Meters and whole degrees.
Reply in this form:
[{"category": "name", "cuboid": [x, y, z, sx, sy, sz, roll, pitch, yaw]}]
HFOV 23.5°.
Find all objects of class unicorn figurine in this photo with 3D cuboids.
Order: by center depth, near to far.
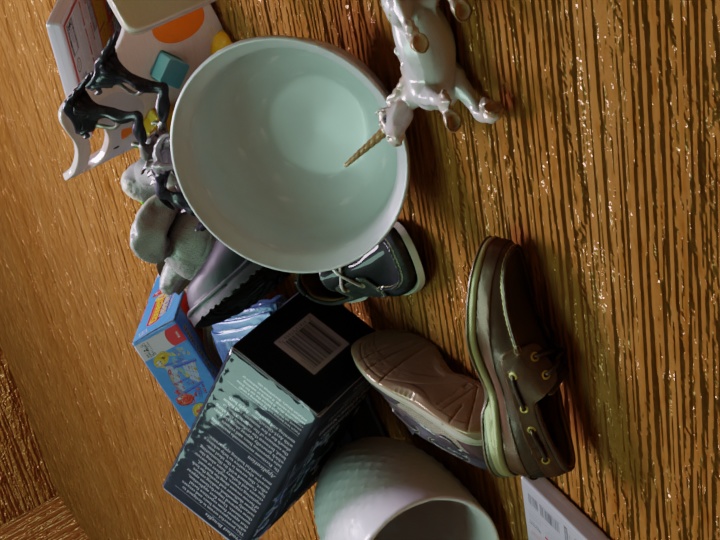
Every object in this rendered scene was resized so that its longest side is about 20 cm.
[{"category": "unicorn figurine", "cuboid": [0.044, -0.147, 1.222, 0.137, 0.073, 0.201, -131, 35, -58]}]

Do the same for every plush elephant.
[{"category": "plush elephant", "cuboid": [-0.155, -0.044, 1.693, 0.164, 0.156, 0.200, 27, 150, -14]}]

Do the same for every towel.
[{"category": "towel", "cuboid": [-0.082, 0.125, 1.767, 0.111, 0.048, 0.201, -11, 109, 42]}]

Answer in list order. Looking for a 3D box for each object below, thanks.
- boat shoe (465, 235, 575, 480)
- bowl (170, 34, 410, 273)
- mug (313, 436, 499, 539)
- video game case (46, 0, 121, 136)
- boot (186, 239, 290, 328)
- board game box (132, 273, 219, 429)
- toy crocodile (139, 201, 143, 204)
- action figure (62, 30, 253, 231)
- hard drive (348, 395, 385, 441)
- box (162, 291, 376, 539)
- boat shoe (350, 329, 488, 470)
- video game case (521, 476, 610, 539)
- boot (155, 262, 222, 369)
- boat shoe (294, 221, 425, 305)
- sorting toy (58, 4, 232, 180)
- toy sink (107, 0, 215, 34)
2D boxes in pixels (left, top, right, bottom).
[{"category": "boat shoe", "cuboid": [0.125, 0.067, 1.305, 0.067, 0.072, 0.202, 4, 117, 29]}, {"category": "bowl", "cuboid": [-0.046, -0.107, 1.396, 0.199, 0.090, 0.203, 8, 118, 14]}, {"category": "mug", "cuboid": [0.048, 0.252, 1.652, 0.200, 0.148, 0.175, 38, -177, -31]}, {"category": "video game case", "cuboid": [-0.263, -0.251, 1.735, 0.144, 0.017, 0.201, 82, -164, -45]}, {"category": "boot", "cuboid": [-0.114, -0.065, 1.584, 0.158, 0.211, 0.079, 52, -161, 18]}, {"category": "board game box", "cuboid": [-0.162, 0.104, 1.908, 0.201, 0.056, 0.196, 58, -166, -18]}, {"category": "toy crocodile", "cuboid": [-0.222, -0.118, 1.957, 0.067, 0.061, 0.201, 39, 146, 49]}, {"category": "action figure", "cuboid": [-0.150, -0.112, 1.469, 0.199, 0.119, 0.102, 34, 143, -3]}, {"category": "hard drive", "cuboid": [-0.023, 0.146, 1.824, 0.201, 0.033, 0.139, 67, 160, -11]}, {"category": "box", "cuboid": [-0.079, 0.140, 1.644, 0.107, 0.148, 0.201, 37, 127, 10]}, {"category": "boat shoe", "cuboid": [0.059, 0.114, 1.516, 0.200, 0.072, 0.065, 30, 139, 47]}, {"category": "video game case", "cuboid": [0.192, 0.279, 1.474, 0.143, 0.018, 0.201, 43, 153, 43]}, {"category": "boot", "cuboid": [-0.144, 0.016, 1.862, 0.201, 0.073, 0.155, 57, -165, -21]}, {"category": "boat shoe", "cuboid": [0.000, 0.000, 1.522, 0.072, 0.067, 0.200, 66, 159, -7]}, {"category": "sorting toy", "cuboid": [-0.217, -0.164, 1.669, 0.107, 0.180, 0.200, 46, 156, 16]}, {"category": "toy sink", "cuboid": [-0.179, -0.323, 1.452, 0.201, 0.130, 0.112, 62, 161, 4]}]
